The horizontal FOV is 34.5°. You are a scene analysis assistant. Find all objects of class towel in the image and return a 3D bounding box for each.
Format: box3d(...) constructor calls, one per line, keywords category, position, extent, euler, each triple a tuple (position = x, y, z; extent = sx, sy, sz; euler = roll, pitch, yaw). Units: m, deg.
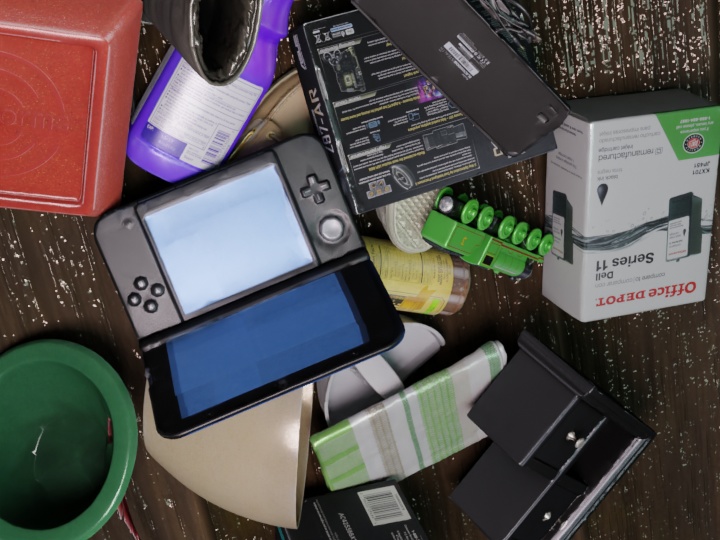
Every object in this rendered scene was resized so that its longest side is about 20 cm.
box3d(category="towel", position=(0.051, 0.147, 1.116), extent=(0.200, 0.031, 0.149), euler=(-25, 143, -9))

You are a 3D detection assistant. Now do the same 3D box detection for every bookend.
box3d(category="bookend", position=(0.165, 0.185, 1.124), extent=(0.199, 0.092, 0.200), euler=(-51, 144, 3))

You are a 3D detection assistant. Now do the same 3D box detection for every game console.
box3d(category="game console", position=(-0.090, 0.006, 0.888), extent=(0.200, 0.118, 0.171), euler=(-23, 97, -3))

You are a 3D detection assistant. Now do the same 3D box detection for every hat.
box3d(category="hat", position=(-0.248, 0.168, 1.038), extent=(0.165, 0.176, 0.201), euler=(9, 84, 13))

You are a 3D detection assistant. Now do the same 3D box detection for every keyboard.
box3d(category="keyboard", position=(0.094, -0.186, 0.930), extent=(0.200, 0.040, 0.104), euler=(42, 131, -19))

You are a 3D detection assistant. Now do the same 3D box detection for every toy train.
box3d(category="toy train", position=(0.118, -0.028, 1.051), extent=(0.200, 0.042, 0.057), euler=(17, 99, -56))

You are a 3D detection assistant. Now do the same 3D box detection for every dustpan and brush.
box3d(category="dustpan and brush", position=(0.000, 0.075, 1.051), extent=(0.140, 0.057, 0.200), euler=(-42, 133, -3))

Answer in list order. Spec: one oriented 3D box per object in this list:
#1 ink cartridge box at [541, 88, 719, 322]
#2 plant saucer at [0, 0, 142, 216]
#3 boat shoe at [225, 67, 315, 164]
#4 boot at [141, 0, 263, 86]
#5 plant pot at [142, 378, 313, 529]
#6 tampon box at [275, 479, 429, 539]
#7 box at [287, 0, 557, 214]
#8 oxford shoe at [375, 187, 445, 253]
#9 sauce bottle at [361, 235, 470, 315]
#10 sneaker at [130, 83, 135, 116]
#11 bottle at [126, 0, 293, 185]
box3d(category="ink cartridge box", position=(0.258, -0.063, 1.113), extent=(0.146, 0.083, 0.201), euler=(-10, 114, -17))
box3d(category="plant saucer", position=(-0.271, -0.121, 0.859), extent=(0.199, 0.037, 0.200), euler=(5, 127, -14))
box3d(category="boat shoe", position=(-0.078, -0.084, 0.982), extent=(0.074, 0.069, 0.200), euler=(33, 95, -28))
box3d(category="boot", position=(-0.128, -0.239, 0.828), extent=(0.072, 0.200, 0.182), euler=(-7, 112, -18))
box3d(category="plant pot", position=(-0.111, 0.114, 0.993), extent=(0.134, 0.200, 0.201), euler=(5, 110, 1))
box3d(category="tampon box", position=(-0.005, 0.331, 1.107), extent=(0.126, 0.150, 0.200), euler=(-8, 123, -18))
box3d(category="box", position=(0.055, -0.150, 0.978), extent=(0.200, 0.044, 0.161), euler=(-20, 99, -20))
box3d(category="oxford shoe", position=(0.052, -0.116, 1.032), extent=(0.075, 0.058, 0.201), euler=(8, 92, -17))
box3d(category="sauce bottle", position=(0.000, 0.000, 1.050), extent=(0.199, 0.065, 0.065), euler=(8, 107, -22))
box3d(category="sneaker", position=(-0.246, -0.192, 0.878), extent=(0.114, 0.076, 0.200), euler=(-16, 132, 8))
box3d(category="bottle", position=(-0.112, -0.164, 0.926), extent=(0.083, 0.065, 0.200), euler=(24, 108, -24))
